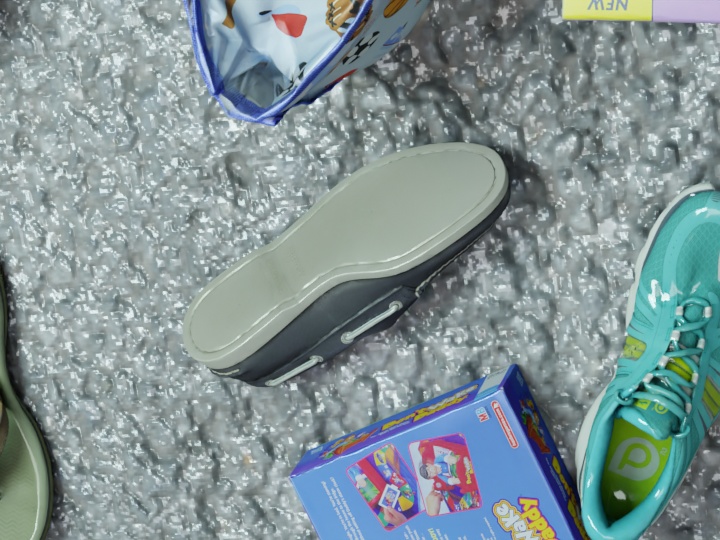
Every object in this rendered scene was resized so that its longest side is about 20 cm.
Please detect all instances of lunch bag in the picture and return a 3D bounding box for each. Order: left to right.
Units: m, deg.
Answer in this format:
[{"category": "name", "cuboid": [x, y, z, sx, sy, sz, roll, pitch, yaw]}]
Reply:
[{"category": "lunch bag", "cuboid": [-0.013, -0.178, 1.031, 0.123, 0.170, 0.201, 19, 110, 11]}]

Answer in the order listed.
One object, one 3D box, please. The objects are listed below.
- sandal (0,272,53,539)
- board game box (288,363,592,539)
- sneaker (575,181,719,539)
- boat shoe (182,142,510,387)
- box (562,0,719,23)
[{"category": "sandal", "cuboid": [-0.231, 0.076, 1.216, 0.079, 0.057, 0.202, -8, 103, 16]}, {"category": "board game box", "cuboid": [0.065, 0.170, 1.175, 0.134, 0.045, 0.201, -23, 99, 19]}, {"category": "sneaker", "cuboid": [0.162, 0.054, 1.100, 0.077, 0.080, 0.201, 19, 108, 8]}, {"category": "boat shoe", "cuboid": [0.000, 0.000, 1.149, 0.199, 0.073, 0.063, -31, 139, 14]}, {"category": "box", "cuboid": [0.187, -0.221, 1.008, 0.175, 0.097, 0.202, 3, 107, 13]}]
